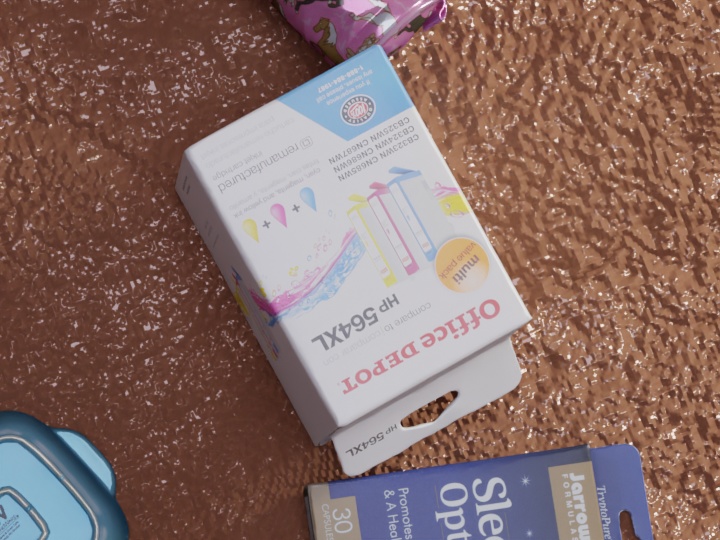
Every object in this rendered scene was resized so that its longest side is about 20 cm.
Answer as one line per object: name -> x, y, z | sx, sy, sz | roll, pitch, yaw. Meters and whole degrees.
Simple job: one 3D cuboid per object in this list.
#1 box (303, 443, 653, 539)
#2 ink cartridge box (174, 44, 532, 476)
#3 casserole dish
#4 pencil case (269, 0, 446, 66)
box -> 0.074, 0.168, 1.597 | 0.199, 0.032, 0.122 | -8, 83, -8
ink cartridge box -> 0.000, 0.000, 1.564 | 0.128, 0.125, 0.201 | -29, 86, -9
casserole dish -> -0.220, 0.167, 1.562 | 0.200, 0.039, 0.121 | -43, 89, -11
pencil case -> -0.039, -0.202, 1.610 | 0.086, 0.083, 0.200 | -41, 88, 1
